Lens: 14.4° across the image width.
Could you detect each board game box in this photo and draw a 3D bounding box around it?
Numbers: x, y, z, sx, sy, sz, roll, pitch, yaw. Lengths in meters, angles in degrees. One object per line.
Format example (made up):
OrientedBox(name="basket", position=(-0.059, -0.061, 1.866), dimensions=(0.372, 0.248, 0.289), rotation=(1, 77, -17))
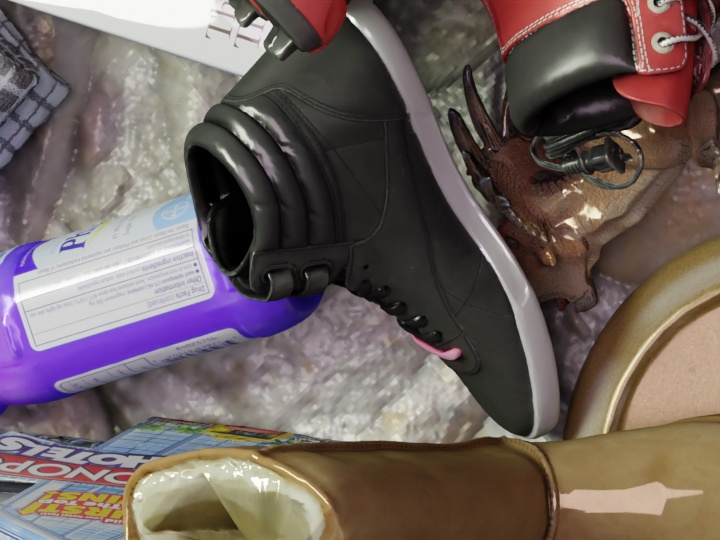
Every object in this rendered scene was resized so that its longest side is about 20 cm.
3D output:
OrientedBox(name="board game box", position=(-0.115, 0.105, 1.095), dimensions=(0.199, 0.200, 0.062), rotation=(6, 101, 16))

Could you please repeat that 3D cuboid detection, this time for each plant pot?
OrientedBox(name="plant pot", position=(0.172, 0.079, 1.101), dimensions=(0.199, 0.027, 0.201), rotation=(0, 91, 17))

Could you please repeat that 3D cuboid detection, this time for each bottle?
OrientedBox(name="bottle", position=(-0.116, 0.016, 1.159), dimensions=(0.199, 0.084, 0.065), rotation=(-17, 95, 17))

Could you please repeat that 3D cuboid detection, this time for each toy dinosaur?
OrientedBox(name="toy dinosaur", position=(0.096, -0.085, 1.099), dimensions=(0.135, 0.086, 0.201), rotation=(1, 82, 29))

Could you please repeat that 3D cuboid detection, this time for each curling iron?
OrientedBox(name="curling iron", position=(0.138, -0.102, 1.011), dimensions=(0.200, 0.026, 0.050), rotation=(-45, 44, 15))

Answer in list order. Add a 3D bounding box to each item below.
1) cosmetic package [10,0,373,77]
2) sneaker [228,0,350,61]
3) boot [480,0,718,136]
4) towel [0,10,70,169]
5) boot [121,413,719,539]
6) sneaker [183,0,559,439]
OrientedBox(name="cosmetic package", position=(-0.053, -0.186, 1.159), dimensions=(0.150, 0.052, 0.201), rotation=(18, 95, 19))
OrientedBox(name="sneaker", position=(-0.022, -0.137, 1.035), dimensions=(0.098, 0.200, 0.071), rotation=(-44, 107, 1))
OrientedBox(name="boot", position=(0.124, -0.132, 0.978), dimensions=(0.200, 0.072, 0.145), rotation=(-32, 58, 24))
OrientedBox(name="towel", position=(-0.247, -0.086, 1.198), dimensions=(0.200, 0.086, 0.166), rotation=(43, 100, 13))
OrientedBox(name="boot", position=(0.044, 0.088, 1.020), dimensions=(0.175, 0.200, 0.066), rotation=(-11, 80, 39))
OrientedBox(name="sneaker", position=(0.000, 0.000, 1.089), dimensions=(0.099, 0.071, 0.200), rotation=(-36, 113, -18))
